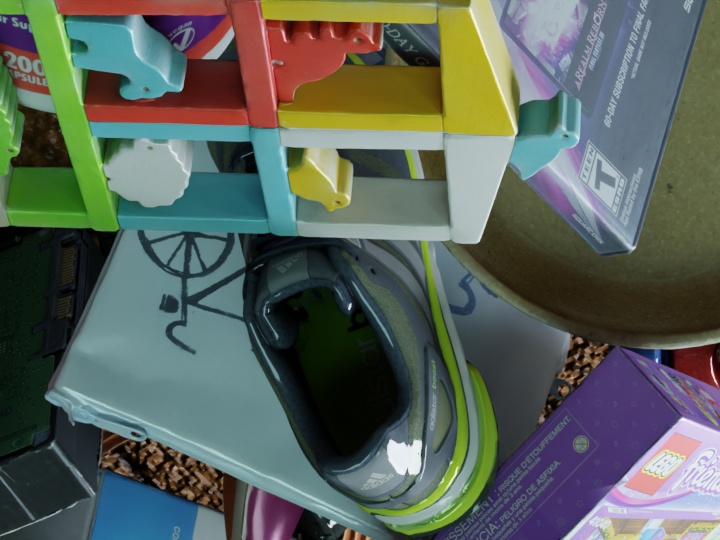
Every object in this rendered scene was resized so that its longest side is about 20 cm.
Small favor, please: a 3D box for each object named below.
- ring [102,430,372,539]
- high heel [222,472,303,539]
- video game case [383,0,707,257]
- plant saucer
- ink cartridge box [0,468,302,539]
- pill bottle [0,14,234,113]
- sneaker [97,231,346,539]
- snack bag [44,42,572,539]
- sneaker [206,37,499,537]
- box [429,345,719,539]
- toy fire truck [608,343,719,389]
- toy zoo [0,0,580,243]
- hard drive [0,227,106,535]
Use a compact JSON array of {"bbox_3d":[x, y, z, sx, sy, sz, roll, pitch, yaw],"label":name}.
[{"bbox_3d":[-0.073,0.113,1.084,0.199,0.019,0.201,-5,129,-6],"label":"ring"},{"bbox_3d":[0.004,0.031,0.940,0.096,0.067,0.201,13,81,-10],"label":"high heel"},{"bbox_3d":[0.046,-0.118,0.780,0.019,0.143,0.200,-9,140,42],"label":"video game case"},{"bbox_3d":[0.109,-0.071,0.895,0.199,0.035,0.201,0,85,0],"label":"plant saucer"},{"bbox_3d":[-0.062,0.171,1.031,0.199,0.084,0.145,23,150,-24],"label":"ink cartridge box"},{"bbox_3d":[-0.088,-0.143,0.724,0.112,0.113,0.200,-5,150,-5],"label":"pill bottle"},{"bbox_3d":[-0.017,0.034,1.004,0.104,0.060,0.200,-38,100,-20],"label":"sneaker"},{"bbox_3d":[0.000,0.000,0.906,0.188,0.201,0.021,25,164,-14],"label":"snack bag"},{"bbox_3d":[-0.011,-0.007,0.826,0.074,0.201,0.081,-27,162,14],"label":"sneaker"},{"bbox_3d":[0.099,0.104,0.906,0.137,0.039,0.200,-47,152,11],"label":"box"},{"bbox_3d":[0.187,0.004,0.999,0.167,0.112,0.201,6,129,17],"label":"toy fire truck"},{"bbox_3d":[-0.032,-0.052,0.738,0.199,0.021,0.131,2,149,6],"label":"toy zoo"},{"bbox_3d":[-0.194,0.066,0.943,0.199,0.140,0.038,-23,127,14],"label":"hard drive"}]
